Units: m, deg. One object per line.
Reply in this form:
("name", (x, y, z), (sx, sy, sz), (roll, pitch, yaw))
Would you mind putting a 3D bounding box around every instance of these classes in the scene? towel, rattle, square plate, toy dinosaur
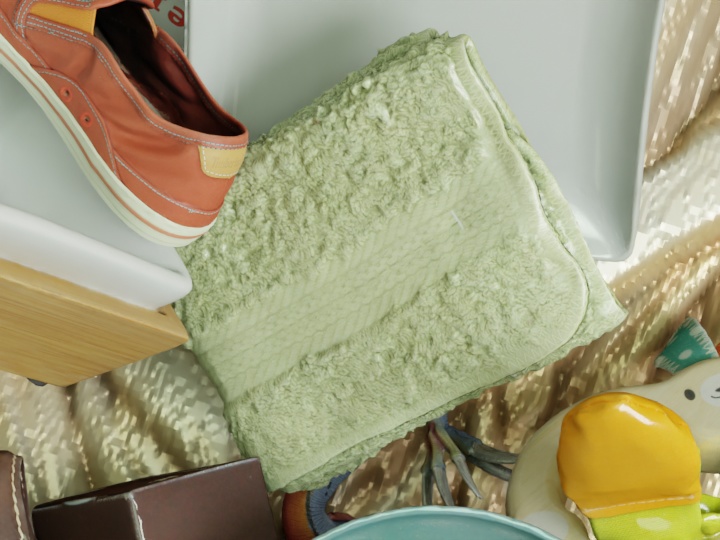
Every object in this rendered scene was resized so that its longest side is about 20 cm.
("towel", (0.000, 0.000, 1.092), (0.200, 0.036, 0.149), (-30, 92, 32))
("rattle", (0.131, 0.044, 1.107), (0.200, 0.130, 0.143), (-51, 128, -35))
("square plate", (0.025, -0.099, 1.085), (0.199, 0.028, 0.199), (7, 126, 4))
("toy dinosaur", (0.025, 0.045, 1.191), (0.181, 0.105, 0.200), (-36, 57, 4))

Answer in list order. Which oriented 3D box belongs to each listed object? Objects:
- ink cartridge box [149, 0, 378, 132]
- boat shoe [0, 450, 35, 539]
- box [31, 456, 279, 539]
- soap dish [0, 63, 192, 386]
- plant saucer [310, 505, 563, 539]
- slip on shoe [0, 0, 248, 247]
("ink cartridge box", (-0.031, -0.182, 1.119), (0.146, 0.086, 0.200), (36, 122, -2))
("boat shoe", (-0.123, 0.169, 1.087), (0.072, 0.072, 0.201), (-10, 86, -3))
("box", (-0.072, 0.188, 1.137), (0.075, 0.100, 0.201), (-15, 90, -33))
("soap dish", (-0.171, -0.036, 1.052), (0.081, 0.200, 0.158), (-43, 61, 15))
("plant saucer", (0.033, 0.195, 1.061), (0.199, 0.036, 0.201), (0, 87, 5))
("slip on shoe", (-0.115, -0.102, 1.085), (0.061, 0.074, 0.200), (-47, 73, 28))
